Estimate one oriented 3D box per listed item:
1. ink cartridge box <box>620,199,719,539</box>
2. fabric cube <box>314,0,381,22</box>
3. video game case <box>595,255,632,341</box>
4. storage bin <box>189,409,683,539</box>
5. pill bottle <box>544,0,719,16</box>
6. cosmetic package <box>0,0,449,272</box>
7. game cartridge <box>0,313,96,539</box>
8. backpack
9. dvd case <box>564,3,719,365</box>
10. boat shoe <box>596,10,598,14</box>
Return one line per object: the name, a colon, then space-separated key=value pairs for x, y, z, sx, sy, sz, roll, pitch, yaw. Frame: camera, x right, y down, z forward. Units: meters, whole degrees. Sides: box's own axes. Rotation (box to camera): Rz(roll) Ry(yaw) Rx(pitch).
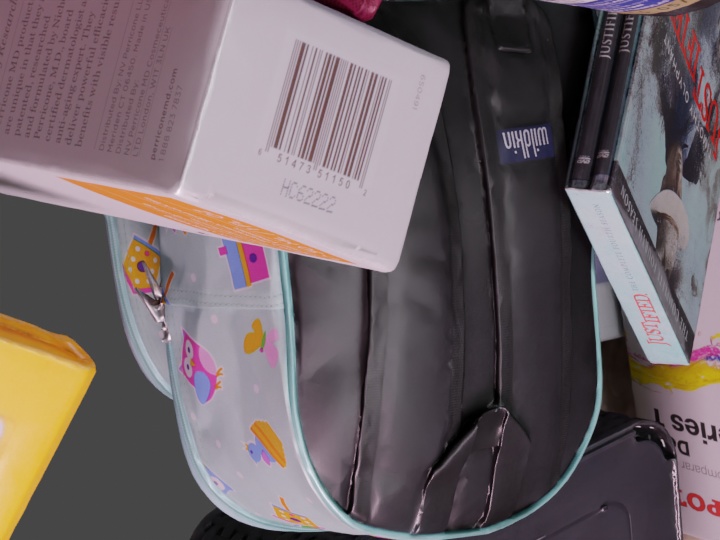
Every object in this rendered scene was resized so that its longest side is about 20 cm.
ink cartridge box: x=0.191 y=0.024 z=1.190 sx=0.084 sy=0.144 sz=0.201 roll=-29 pitch=119 yaw=-37
fabric cube: x=-0.088 y=-0.214 z=0.856 sx=0.199 sy=0.199 sz=0.197 roll=31 pitch=75 yaw=-46
video game case: x=0.149 y=-0.075 z=1.246 sx=0.182 sy=0.023 sz=0.201 roll=-10 pitch=104 yaw=-44
storage bin: x=0.036 y=0.142 z=1.126 sx=0.199 sy=0.093 sz=0.136 roll=-21 pitch=113 yaw=-40
pill bottle: x=0.033 y=-0.134 z=0.776 sx=0.199 sy=0.111 sz=0.113 roll=1 pitch=97 yaw=-48
cosmetic package: x=-0.081 y=-0.057 z=0.891 sx=0.101 sy=0.199 sz=0.072 roll=19 pitch=85 yaw=-45
game cartridge: x=-0.197 y=0.087 z=0.843 sx=0.176 sy=0.032 sz=0.201 roll=21 pitch=100 yaw=-34
backpack: x=0.000 y=0.000 z=1.014 sx=0.175 sy=0.153 sz=0.201 roll=-8 pitch=88 yaw=-44
dvd case: x=0.121 y=-0.084 z=1.070 sx=0.146 sy=0.022 sz=0.201 roll=58 pitch=42 yaw=-57
boat shoe: x=0.058 y=-0.152 z=1.102 sx=0.200 sy=0.071 sz=0.091 roll=4 pitch=92 yaw=-41
